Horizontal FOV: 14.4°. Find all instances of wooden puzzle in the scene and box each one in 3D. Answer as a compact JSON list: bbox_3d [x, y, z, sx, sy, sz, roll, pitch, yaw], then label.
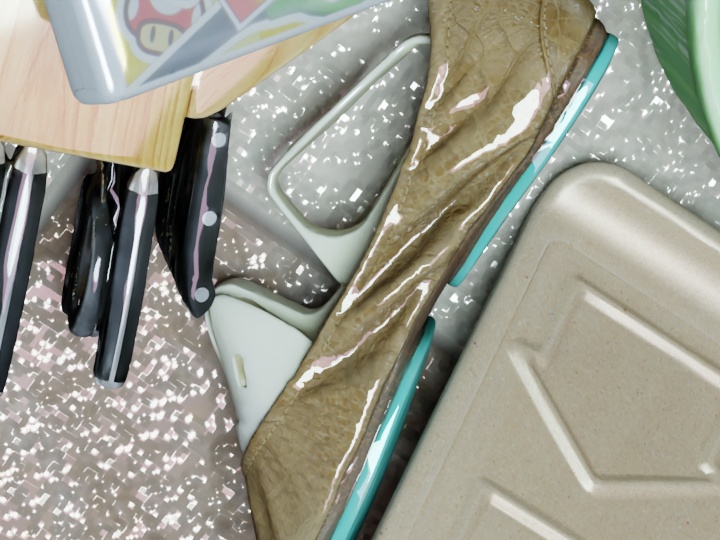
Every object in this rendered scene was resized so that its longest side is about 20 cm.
[{"bbox_3d":[0.091,0.097,0.838,0.185,0.046,0.200,32,68,-10],"label":"wooden puzzle"}]

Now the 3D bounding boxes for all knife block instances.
[{"bbox_3d":[-0.093,-0.072,0.769,0.175,0.064,0.200,-34,112,-1],"label":"knife block"}]

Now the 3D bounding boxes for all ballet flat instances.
[{"bbox_3d":[0.000,0.000,0.820,0.072,0.068,0.200,27,101,1],"label":"ballet flat"}]

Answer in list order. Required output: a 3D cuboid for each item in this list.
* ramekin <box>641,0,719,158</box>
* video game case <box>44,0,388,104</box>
[{"bbox_3d":[0.174,-0.092,0.805,0.199,0.098,0.201,-4,109,-12],"label":"ramekin"},{"bbox_3d":[-0.022,-0.164,0.722,0.182,0.023,0.201,-24,104,-31],"label":"video game case"}]
